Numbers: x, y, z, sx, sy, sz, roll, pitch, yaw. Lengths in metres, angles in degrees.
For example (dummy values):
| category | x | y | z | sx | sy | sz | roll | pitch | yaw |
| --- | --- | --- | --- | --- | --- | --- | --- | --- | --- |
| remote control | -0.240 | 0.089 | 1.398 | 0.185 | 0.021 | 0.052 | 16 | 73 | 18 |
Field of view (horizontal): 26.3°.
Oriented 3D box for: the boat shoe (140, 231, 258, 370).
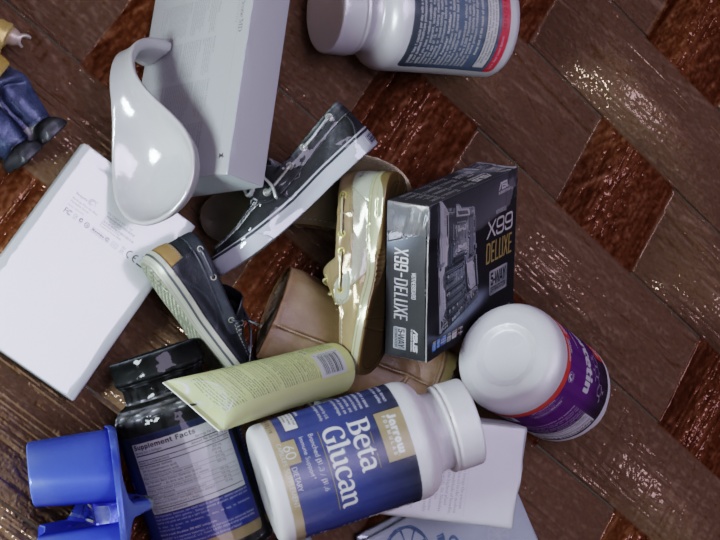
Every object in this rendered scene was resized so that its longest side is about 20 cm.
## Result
| category | x | y | z | sx | sy | sz | roll | pitch | yaw |
| --- | --- | --- | --- | --- | --- | --- | --- | --- | --- |
| boat shoe | -0.134 | 0.046 | 1.456 | 0.062 | 0.075 | 0.200 | -42 | 124 | -19 |

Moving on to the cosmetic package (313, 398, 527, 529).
| category | x | y | z | sx | sy | sz | roll | pitch | yaw |
| --- | --- | --- | --- | --- | --- | --- | --- | --- | --- |
| cosmetic package | 0.051 | 0.185 | 1.489 | 0.200 | 0.071 | 0.101 | 9 | 89 | -11 |

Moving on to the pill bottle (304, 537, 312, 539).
| category | x | y | z | sx | sy | sz | roll | pitch | yaw |
| --- | --- | --- | --- | --- | --- | --- | --- | --- | --- |
| pill bottle | -0.031 | 0.354 | 1.469 | 0.112 | 0.112 | 0.200 | -37 | 100 | -27 |

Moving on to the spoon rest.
| category | x | y | z | sx | sy | sz | roll | pitch | yaw |
| --- | --- | --- | --- | --- | --- | --- | --- | --- | --- |
| spoon rest | -0.196 | -0.132 | 1.419 | 0.061 | 0.099 | 0.200 | 26 | 44 | -48 |

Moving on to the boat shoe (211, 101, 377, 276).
| category | x | y | z | sx | sy | sz | roll | pitch | yaw |
| --- | --- | --- | --- | --- | --- | --- | --- | --- | --- |
| boat shoe | -0.078 | -0.080 | 1.471 | 0.199 | 0.074 | 0.068 | -42 | 95 | 8 |

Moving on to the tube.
| category | x | y | z | sx | sy | sz | roll | pitch | yaw |
| --- | --- | --- | --- | --- | --- | --- | --- | --- | --- |
| tube | -0.087 | 0.106 | 1.414 | 0.200 | 0.058 | 0.052 | -11 | 88 | -51 |

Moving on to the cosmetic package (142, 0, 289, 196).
| category | x | y | z | sx | sy | sz | roll | pitch | yaw |
| --- | --- | --- | --- | --- | --- | --- | --- | --- | --- |
| cosmetic package | -0.145 | -0.172 | 1.463 | 0.052 | 0.151 | 0.200 | 18 | 74 | -42 |

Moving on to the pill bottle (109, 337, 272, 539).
| category | x | y | z | sx | sy | sz | roll | pitch | yaw |
| --- | --- | --- | --- | --- | --- | --- | --- | --- | --- |
| pill bottle | -0.161 | 0.169 | 1.428 | 0.112 | 0.112 | 0.200 | -18 | 91 | -29 |

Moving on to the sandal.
| category | x | y | z | sx | sy | sz | roll | pitch | yaw |
| --- | --- | --- | --- | --- | --- | --- | --- | --- | --- |
| sandal | -0.059 | -0.076 | 1.549 | 0.212 | 0.070 | 0.078 | -11 | 102 | -7 |

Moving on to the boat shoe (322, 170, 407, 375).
| category | x | y | z | sx | sy | sz | roll | pitch | yaw |
| --- | --- | --- | --- | --- | --- | --- | --- | --- | --- |
| boat shoe | 0.000 | 0.000 | 1.504 | 0.074 | 0.066 | 0.200 | 5 | 94 | -63 |

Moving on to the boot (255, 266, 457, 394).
| category | x | y | z | sx | sy | sz | roll | pitch | yaw |
| --- | --- | --- | --- | --- | --- | --- | --- | --- | --- |
| boot | -0.017 | 0.115 | 1.544 | 0.200 | 0.066 | 0.175 | 25 | 69 | -19 |

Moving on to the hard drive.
| category | x | y | z | sx | sy | sz | roll | pitch | yaw |
| --- | --- | --- | --- | --- | --- | --- | --- | --- | --- |
| hard drive | -0.263 | 0.001 | 1.430 | 0.132 | 0.026 | 0.200 | 38 | 77 | -18 |

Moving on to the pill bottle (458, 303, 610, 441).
| category | x | y | z | sx | sy | sz | roll | pitch | yaw |
| --- | --- | --- | --- | --- | --- | --- | --- | --- | --- |
| pill bottle | 0.187 | 0.111 | 1.583 | 0.200 | 0.112 | 0.112 | 32 | 64 | -58 |

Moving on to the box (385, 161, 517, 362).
| category | x | y | z | sx | sy | sz | roll | pitch | yaw |
| --- | --- | --- | --- | --- | --- | --- | --- | --- | --- |
| box | 0.093 | -0.013 | 1.548 | 0.200 | 0.050 | 0.158 | -25 | 120 | -56 |

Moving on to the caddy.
| category | x | y | z | sx | sy | sz | roll | pitch | yaw |
| --- | --- | --- | --- | --- | --- | --- | --- | --- | --- |
| caddy | -0.233 | 0.208 | 1.344 | 0.105 | 0.200 | 0.141 | -5 | 87 | -12 |

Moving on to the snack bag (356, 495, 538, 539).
| category | x | y | z | sx | sy | sz | roll | pitch | yaw |
| --- | --- | --- | --- | --- | --- | --- | --- | --- | --- |
| snack bag | 0.110 | 0.314 | 1.601 | 0.200 | 0.021 | 0.189 | -27 | 96 | -28 |

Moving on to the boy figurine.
| category | x | y | z | sx | sy | sz | roll | pitch | yaw |
| --- | --- | --- | --- | --- | --- | --- | --- | --- | --- |
| boy figurine | -0.357 | -0.189 | 1.407 | 0.124 | 0.064 | 0.200 | -45 | 107 | -23 |

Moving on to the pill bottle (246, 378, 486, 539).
| category | x | y | z | sx | sy | sz | roll | pitch | yaw |
| --- | --- | --- | --- | --- | --- | --- | --- | --- | --- |
| pill bottle | 0.007 | 0.164 | 1.387 | 0.200 | 0.111 | 0.111 | -17 | 90 | -11 |

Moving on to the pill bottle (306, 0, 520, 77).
| category | x | y | z | sx | sy | sz | roll | pitch | yaw |
| --- | --- | --- | --- | --- | --- | --- | --- | --- | --- |
| pill bottle | 0.053 | -0.265 | 1.601 | 0.200 | 0.120 | 0.120 | 0 | 83 | -28 |
